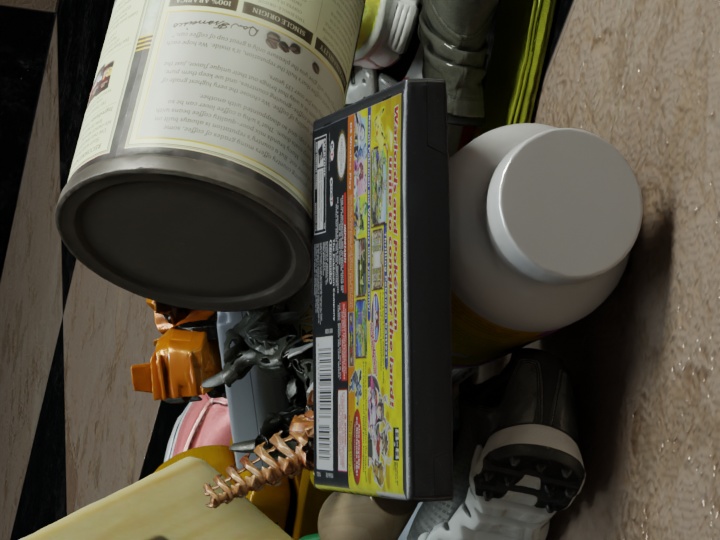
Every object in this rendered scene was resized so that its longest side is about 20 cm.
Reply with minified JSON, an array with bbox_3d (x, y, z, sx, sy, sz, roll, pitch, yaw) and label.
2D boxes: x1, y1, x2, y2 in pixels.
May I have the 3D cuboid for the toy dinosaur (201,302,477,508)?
[{"bbox_3d":[-0.013,0.065,1.385,0.136,0.200,0.103,8,105,47],"label":"toy dinosaur"}]

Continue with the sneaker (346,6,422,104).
[{"bbox_3d":[0.009,-0.100,1.611,0.088,0.074,0.201,-147,67,-72],"label":"sneaker"}]

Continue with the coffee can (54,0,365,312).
[{"bbox_3d":[-0.080,-0.099,1.403,0.146,0.146,0.201,121,163,-59],"label":"coffee can"}]

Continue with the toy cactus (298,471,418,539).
[{"bbox_3d":[-0.012,0.166,1.388,0.200,0.102,0.165,-43,-4,-39],"label":"toy cactus"}]

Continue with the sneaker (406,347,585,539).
[{"bbox_3d":[0.072,0.106,1.298,0.200,0.066,0.091,117,164,-56],"label":"sneaker"}]

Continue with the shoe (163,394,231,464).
[{"bbox_3d":[-0.073,0.079,1.728,0.200,0.071,0.091,-57,-3,-17],"label":"shoe"}]

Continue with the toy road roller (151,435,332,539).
[{"bbox_3d":[-0.068,0.146,1.655,0.123,0.145,0.201,-109,29,-60],"label":"toy road roller"}]

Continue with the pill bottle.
[{"bbox_3d":[0.073,-0.014,1.253,0.200,0.104,0.105,145,130,-72],"label":"pill bottle"}]

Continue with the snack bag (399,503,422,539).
[{"bbox_3d":[0.026,0.205,1.514,0.189,0.021,0.201,-125,43,-69],"label":"snack bag"}]

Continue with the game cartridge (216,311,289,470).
[{"bbox_3d":[-0.062,0.040,1.545,0.200,0.041,0.134,-89,-11,-69],"label":"game cartridge"}]

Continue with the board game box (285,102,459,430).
[{"bbox_3d":[0.000,0.000,1.476,0.023,0.104,0.201,-2,-94,-70],"label":"board game box"}]

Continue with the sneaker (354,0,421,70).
[{"bbox_3d":[-0.040,-0.161,1.574,0.200,0.090,0.078,-23,52,59],"label":"sneaker"}]

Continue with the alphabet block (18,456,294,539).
[{"bbox_3d":[-0.128,0.267,1.507,0.196,0.200,0.196,40,131,26],"label":"alphabet block"}]

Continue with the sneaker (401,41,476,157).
[{"bbox_3d":[0.008,-0.065,1.529,0.067,0.108,0.202,-148,65,-74],"label":"sneaker"}]

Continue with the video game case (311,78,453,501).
[{"bbox_3d":[0.009,0.014,1.247,0.181,0.025,0.201,168,102,-75],"label":"video game case"}]

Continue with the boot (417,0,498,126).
[{"bbox_3d":[0.053,-0.176,1.470,0.200,0.067,0.131,-89,6,-59],"label":"boot"}]

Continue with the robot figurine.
[{"bbox_3d":[-0.111,0.017,1.559,0.200,0.058,0.146,-77,-18,-84],"label":"robot figurine"}]

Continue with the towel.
[{"bbox_3d":[0.081,-0.098,1.441,0.086,0.018,0.201,-119,38,-66],"label":"towel"}]
